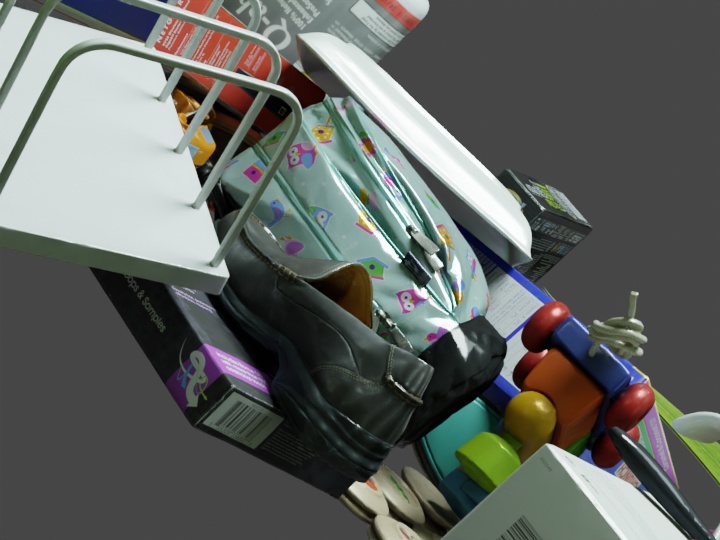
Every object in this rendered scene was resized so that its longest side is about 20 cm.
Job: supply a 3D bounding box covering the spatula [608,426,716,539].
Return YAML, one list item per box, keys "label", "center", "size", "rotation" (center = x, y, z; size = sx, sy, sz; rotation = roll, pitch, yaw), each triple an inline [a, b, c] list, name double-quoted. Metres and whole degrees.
- label: "spatula"
  center: [0.210, 0.159, 1.226]
  size: [0.200, 0.021, 0.057]
  rotation: [43, -4, 0]

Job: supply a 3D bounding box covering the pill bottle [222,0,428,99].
- label: "pill bottle"
  center: [-0.057, -0.161, 1.579]
  size: [0.116, 0.200, 0.116]
  rotation: [45, 9, -9]

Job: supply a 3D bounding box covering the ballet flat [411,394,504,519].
- label: "ballet flat"
  center: [0.094, 0.150, 1.419]
  size: [0.200, 0.068, 0.067]
  rotation: [51, -10, -6]

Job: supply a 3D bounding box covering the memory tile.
- label: "memory tile"
  center: [0.060, 0.182, 1.240]
  size: [0.200, 0.017, 0.153]
  rotation: [51, 11, 27]

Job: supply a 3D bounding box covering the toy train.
- label: "toy train"
  center: [0.101, 0.081, 1.246]
  size: [0.085, 0.116, 0.200]
  rotation: [44, -15, 15]

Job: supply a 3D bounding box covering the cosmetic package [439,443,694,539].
- label: "cosmetic package"
  center: [0.122, 0.171, 1.188]
  size: [0.085, 0.108, 0.200]
  rotation: [51, 12, 29]

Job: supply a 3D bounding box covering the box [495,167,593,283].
- label: "box"
  center: [0.089, -0.001, 1.675]
  size: [0.044, 0.160, 0.200]
  rotation: [50, 11, 13]

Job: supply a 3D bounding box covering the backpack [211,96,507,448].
- label: "backpack"
  center: [0.000, 0.000, 1.308]
  size: [0.200, 0.126, 0.167]
  rotation: [55, -6, 8]

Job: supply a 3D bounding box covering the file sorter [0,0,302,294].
- label: "file sorter"
  center: [-0.127, -0.110, 1.114]
  size: [0.138, 0.125, 0.200]
  rotation: [14, 34, -30]

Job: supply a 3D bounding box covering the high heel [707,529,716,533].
- label: "high heel"
  center: [0.239, 0.210, 1.530]
  size: [0.199, 0.068, 0.096]
  rotation: [4, -1, 27]

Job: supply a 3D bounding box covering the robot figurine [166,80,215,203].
- label: "robot figurine"
  center: [-0.141, -0.095, 1.331]
  size: [0.145, 0.058, 0.200]
  rotation: [35, 6, 3]

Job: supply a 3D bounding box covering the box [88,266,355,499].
- label: "box"
  center: [-0.085, 0.027, 1.199]
  size: [0.200, 0.036, 0.143]
  rotation: [52, 11, 36]

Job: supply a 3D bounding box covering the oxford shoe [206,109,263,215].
- label: "oxford shoe"
  center: [-0.081, -0.055, 1.453]
  size: [0.200, 0.073, 0.071]
  rotation: [28, -6, 0]

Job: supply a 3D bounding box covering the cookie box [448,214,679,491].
- label: "cookie box"
  center: [0.109, 0.076, 1.471]
  size: [0.200, 0.075, 0.171]
  rotation: [41, -14, 31]

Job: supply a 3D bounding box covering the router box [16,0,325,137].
- label: "router box"
  center: [-0.146, -0.163, 1.452]
  size: [0.200, 0.049, 0.179]
  rotation: [27, -5, 34]

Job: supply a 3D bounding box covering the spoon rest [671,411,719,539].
- label: "spoon rest"
  center: [0.245, 0.179, 1.430]
  size: [0.099, 0.061, 0.201]
  rotation: [19, 52, -32]

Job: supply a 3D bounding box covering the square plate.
- label: "square plate"
  center: [0.039, -0.079, 1.430]
  size: [0.200, 0.028, 0.198]
  rotation: [44, -2, 1]

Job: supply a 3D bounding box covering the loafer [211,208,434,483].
- label: "loafer"
  center: [-0.021, 0.024, 1.164]
  size: [0.073, 0.072, 0.200]
  rotation: [35, 15, -45]
